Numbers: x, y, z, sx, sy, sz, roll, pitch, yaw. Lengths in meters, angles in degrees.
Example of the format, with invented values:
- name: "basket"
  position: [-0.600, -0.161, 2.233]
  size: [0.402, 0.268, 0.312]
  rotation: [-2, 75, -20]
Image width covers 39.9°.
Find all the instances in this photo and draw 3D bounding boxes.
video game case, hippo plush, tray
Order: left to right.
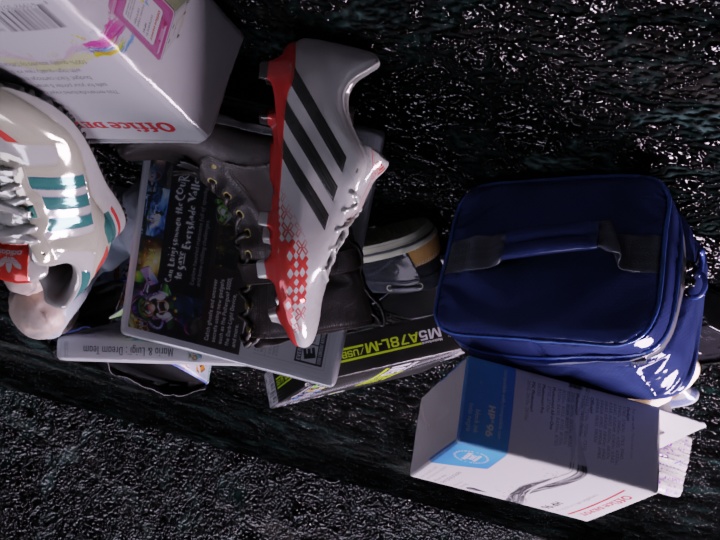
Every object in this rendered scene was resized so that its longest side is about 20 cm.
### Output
- name: "hippo plush"
  position: [-0.212, -0.020, 0.866]
  size: [0.157, 0.163, 0.200]
  rotation: [2, -172, -5]
- name: "video game case"
  position: [-0.162, 0.066, 0.933]
  size: [0.178, 0.024, 0.200]
  rotation: [1, -178, 5]
- name: "video game case"
  position: [-0.086, -0.027, 0.765]
  size: [0.178, 0.204, 0.023]
  rotation: [13, -165, 6]
- name: "tray"
  position: [0.091, 0.022, 1.003]
  size: [0.106, 0.023, 0.200]
  rotation: [19, 161, -12]

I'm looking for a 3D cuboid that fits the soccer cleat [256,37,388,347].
- name: "soccer cleat"
  position: [-0.023, -0.048, 0.652]
  size: [0.083, 0.204, 0.069]
  rotation: [1, -172, 3]

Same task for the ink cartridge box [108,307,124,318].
- name: "ink cartridge box"
  position: [-0.103, 0.009, 0.843]
  size: [0.198, 0.060, 0.104]
  rotation: [-32, 178, 14]

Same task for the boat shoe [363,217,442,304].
- name: "boat shoe"
  position: [0.000, 0.000, 0.918]
  size: [0.198, 0.074, 0.063]
  rotation: [-10, 112, 46]

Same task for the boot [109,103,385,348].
- name: "boot"
  position: [-0.082, -0.029, 0.716]
  size: [0.196, 0.178, 0.069]
  rotation: [-1, -168, 7]

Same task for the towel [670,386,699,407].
- name: "towel"
  position: [0.269, 0.119, 1.133]
  size: [0.198, 0.024, 0.146]
  rotation: [25, 159, -24]

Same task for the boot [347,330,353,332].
- name: "boot"
  position: [-0.093, 0.018, 1.050]
  size: [0.166, 0.078, 0.200]
  rotation: [18, 168, -19]

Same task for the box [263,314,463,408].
- name: "box"
  position: [0.008, 0.092, 1.031]
  size: [0.190, 0.048, 0.200]
  rotation: [-9, 169, -18]

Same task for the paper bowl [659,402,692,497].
- name: "paper bowl"
  position: [0.249, 0.163, 1.051]
  size: [0.197, 0.106, 0.201]
  rotation: [14, 171, 2]

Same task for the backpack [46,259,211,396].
- name: "backpack"
  position: [-0.269, 0.075, 1.244]
  size: [0.190, 0.156, 0.199]
  rotation: [36, 160, -29]

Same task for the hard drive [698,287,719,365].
- name: "hard drive"
  position: [0.259, 0.052, 0.925]
  size: [0.138, 0.038, 0.199]
  rotation: [23, 159, -21]

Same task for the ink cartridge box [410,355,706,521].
- name: "ink cartridge box"
  position: [0.150, 0.138, 0.761]
  size: [0.196, 0.069, 0.116]
  rotation: [15, 154, -9]

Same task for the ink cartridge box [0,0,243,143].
- name: "ink cartridge box"
  position: [-0.186, -0.163, 0.602]
  size: [0.142, 0.086, 0.200]
  rotation: [6, 158, 30]

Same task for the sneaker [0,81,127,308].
- name: "sneaker"
  position: [-0.224, -0.044, 0.675]
  size: [0.069, 0.095, 0.201]
  rotation: [12, 155, 14]

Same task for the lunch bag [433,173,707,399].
- name: "lunch bag"
  position: [0.160, 0.011, 0.733]
  size: [0.197, 0.138, 0.132]
  rotation: [-2, 156, 35]

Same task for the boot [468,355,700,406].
- name: "boot"
  position: [0.180, 0.058, 0.851]
  size: [0.198, 0.146, 0.071]
  rotation: [-19, 131, 22]
